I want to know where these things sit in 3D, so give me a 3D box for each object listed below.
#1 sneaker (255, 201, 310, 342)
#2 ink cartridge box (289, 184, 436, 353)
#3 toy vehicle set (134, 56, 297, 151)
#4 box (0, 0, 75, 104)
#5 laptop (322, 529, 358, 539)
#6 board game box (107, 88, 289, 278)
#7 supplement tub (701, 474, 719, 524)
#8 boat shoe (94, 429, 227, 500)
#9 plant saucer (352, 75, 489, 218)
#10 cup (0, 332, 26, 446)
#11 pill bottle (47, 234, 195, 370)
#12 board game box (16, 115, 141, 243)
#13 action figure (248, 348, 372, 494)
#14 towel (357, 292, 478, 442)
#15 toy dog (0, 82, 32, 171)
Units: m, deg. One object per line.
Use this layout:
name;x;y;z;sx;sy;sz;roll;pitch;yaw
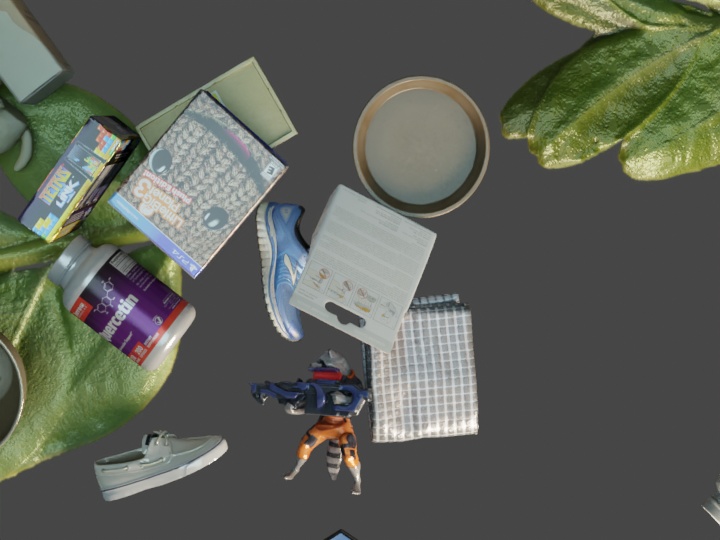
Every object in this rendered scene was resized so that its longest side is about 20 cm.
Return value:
sneaker;-0.097;0.002;1.633;0.088;0.079;0.203;-6;96;1
ink cartridge box;0.000;0.000;1.605;0.161;0.057;0.202;26;69;-7
toy vehicle set;-0.204;-0.200;1.633;0.198;0.027;0.125;-30;97;2
box;-0.489;-0.332;1.578;0.077;0.095;0.201;-36;98;2
laptop;-0.014;0.490;1.675;0.176;0.103;0.201;35;94;-4
board game box;-0.220;-0.121;1.579;0.159;0.097;0.201;40;94;-6
supplement tub;0.606;0.312;1.655;0.144;0.144;0.200;42;94;-6
boat shoe;-0.293;0.268;1.662;0.197;0.071;0.071;-20;99;7
plant saucer;0.086;-0.177;1.644;0.197;0.029;0.203;0;96;-2
cup;-0.553;0.154;1.602;0.197;0.143;0.204;0;96;-2
pill bottle;-0.337;0.042;1.612;0.199;0.112;0.113;38;94;-5
board game box;-0.375;-0.128;1.549;0.056;0.200;0.166;37;93;-7
action figure;-0.063;0.209;1.667;0.197;0.104;0.197;9;90;27
towel;0.085;0.141;1.650;0.163;0.086;0.203;-5;96;-2
toy dog;-0.574;-0.189;1.584;0.199;0.140;0.194;-36;133;1
